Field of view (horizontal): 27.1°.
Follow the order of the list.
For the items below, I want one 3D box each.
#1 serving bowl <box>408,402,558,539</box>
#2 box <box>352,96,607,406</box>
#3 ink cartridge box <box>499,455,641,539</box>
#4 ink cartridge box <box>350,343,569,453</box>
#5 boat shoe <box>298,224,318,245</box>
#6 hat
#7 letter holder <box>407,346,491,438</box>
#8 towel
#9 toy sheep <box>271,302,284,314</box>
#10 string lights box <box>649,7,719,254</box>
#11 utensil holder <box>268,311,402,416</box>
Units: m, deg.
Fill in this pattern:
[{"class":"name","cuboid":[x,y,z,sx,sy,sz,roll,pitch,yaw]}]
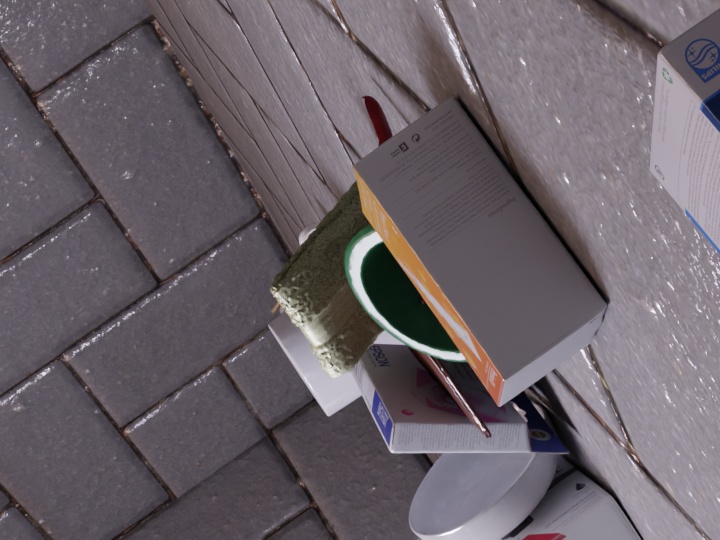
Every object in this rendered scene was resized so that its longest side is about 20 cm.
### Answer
[{"class":"serving bowl","cuboid":[0.148,0.241,1.671,0.066,0.200,0.200,47,177,-16]},{"class":"box","cuboid":[0.090,-0.012,1.158,0.201,0.097,0.124,55,175,14]},{"class":"ink cartridge box","cuboid":[0.210,0.297,1.672,0.084,0.145,0.200,55,175,-12]},{"class":"ink cartridge box","cuboid":[0.103,0.135,1.609,0.197,0.198,0.044,-123,37,-65]},{"class":"boat shoe","cuboid":[-0.026,0.003,2.543,0.200,0.071,0.069,49,175,-10]},{"class":"hat","cuboid":[0.085,-0.047,1.364,0.164,0.177,0.201,-11,128,38]},{"class":"letter holder","cuboid":[0.101,0.060,1.509,0.143,0.100,0.200,56,176,-27]},{"class":"towel","cuboid":[0.000,0.000,1.587,0.036,0.200,0.149,8,138,51]},{"class":"toy sheep","cuboid":[-0.158,0.085,3.931,0.200,0.138,0.138,43,172,12]},{"class":"string lights box","cuboid":[0.187,0.001,0.538,0.201,0.059,0.103,54,175,22]},{"class":"utensil holder","cuboid":[-0.008,0.084,2.116,0.171,0.199,0.170,56,176,7]}]
